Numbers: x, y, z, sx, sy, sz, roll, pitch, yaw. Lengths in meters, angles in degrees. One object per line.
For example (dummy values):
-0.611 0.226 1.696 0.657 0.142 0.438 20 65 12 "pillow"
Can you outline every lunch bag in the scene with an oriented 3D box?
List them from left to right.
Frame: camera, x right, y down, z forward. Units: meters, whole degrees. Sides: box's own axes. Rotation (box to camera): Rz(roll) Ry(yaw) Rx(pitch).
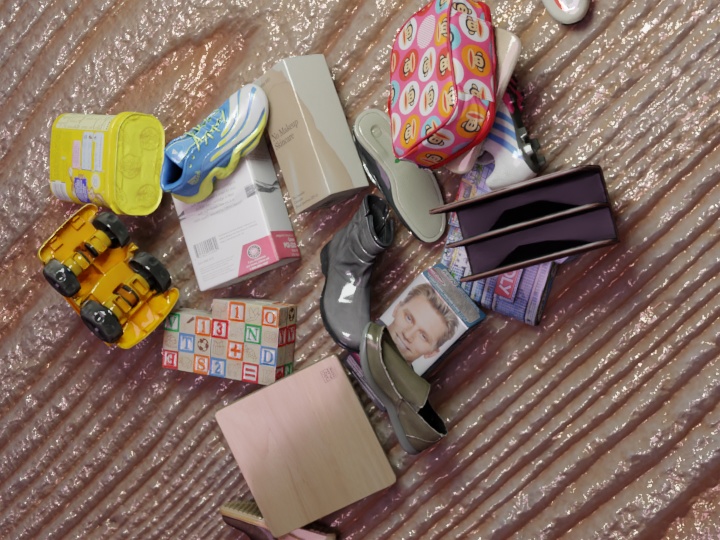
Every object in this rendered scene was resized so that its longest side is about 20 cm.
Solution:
0.092 -0.234 1.362 0.176 0.081 0.203 -30 53 52 "lunch bag"

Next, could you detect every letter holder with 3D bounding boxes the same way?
0.201 -0.056 1.320 0.198 0.142 0.102 -16 87 22 "letter holder"

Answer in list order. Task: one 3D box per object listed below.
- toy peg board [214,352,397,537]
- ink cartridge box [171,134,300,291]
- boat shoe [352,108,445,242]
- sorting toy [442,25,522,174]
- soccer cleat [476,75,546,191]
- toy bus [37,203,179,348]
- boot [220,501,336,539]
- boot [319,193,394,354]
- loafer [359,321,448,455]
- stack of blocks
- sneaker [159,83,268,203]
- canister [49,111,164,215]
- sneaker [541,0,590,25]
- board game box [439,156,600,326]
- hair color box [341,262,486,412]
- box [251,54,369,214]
-0.074 0.244 1.557 0.197 0.098 0.202 -26 93 7 "toy peg board"
-0.190 -0.089 1.587 0.144 0.085 0.202 -19 86 23 "ink cartridge box"
0.053 -0.129 1.497 0.071 0.068 0.201 -32 90 -17 "boat shoe"
0.129 -0.238 1.420 0.200 0.036 0.187 43 115 57 "sorting toy"
0.174 -0.189 1.391 0.086 0.070 0.202 -29 49 24 "soccer cleat"
-0.398 0.016 1.631 0.200 0.136 0.191 49 156 -14 "toy bus"
-0.134 0.446 1.605 0.198 0.072 0.169 14 97 18 "boot"
0.000 0.000 1.459 0.132 0.069 0.202 -49 41 39 "boot"
0.061 0.151 1.422 0.069 0.075 0.201 -16 115 24 "loafer"
-0.199 0.099 1.617 0.198 0.058 0.117 6 96 23 "stack of blocks"
-0.207 -0.173 1.488 0.076 0.105 0.201 41 108 17 "sneaker"
-0.390 -0.167 1.637 0.199 0.086 0.151 10 99 44 "canister"
0.245 -0.416 1.369 0.070 0.093 0.203 -7 91 24 "sneaker"
0.214 -0.034 1.426 0.198 0.062 0.202 20 101 22 "board game box"
0.070 0.094 1.474 0.100 0.060 0.200 49 124 13 "hair color box"
-0.071 -0.192 1.516 0.095 0.077 0.202 -26 82 50 "box"
